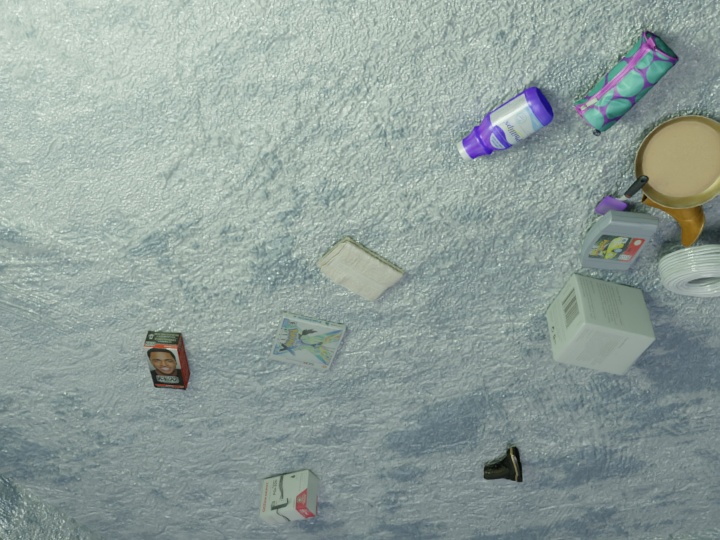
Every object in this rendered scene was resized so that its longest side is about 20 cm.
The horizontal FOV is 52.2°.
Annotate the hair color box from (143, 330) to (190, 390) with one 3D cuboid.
[{"bbox_3d":[-0.560,0.263,2.130,0.100,0.062,0.202,3,136,1],"label":"hair color box"}]

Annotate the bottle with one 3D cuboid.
[{"bbox_3d":[0.291,-0.291,1.499,0.199,0.066,0.083,-29,130,29],"label":"bottle"}]

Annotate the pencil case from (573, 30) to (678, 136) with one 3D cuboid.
[{"bbox_3d":[0.504,-0.357,1.405,0.092,0.086,0.200,-1,145,-40],"label":"pencil case"}]

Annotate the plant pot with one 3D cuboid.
[{"bbox_3d":[0.675,-0.228,1.534,0.197,0.028,0.203,5,117,10],"label":"plant pot"}]

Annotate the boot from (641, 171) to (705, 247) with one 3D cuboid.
[{"bbox_3d":[0.699,-0.142,1.643,0.142,0.071,0.203,6,134,5],"label":"boot"}]

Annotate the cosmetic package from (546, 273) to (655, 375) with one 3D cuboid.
[{"bbox_3d":[0.604,0.138,1.862,0.197,0.166,0.166,13,136,-9],"label":"cosmetic package"}]

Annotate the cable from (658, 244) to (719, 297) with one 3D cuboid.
[{"bbox_3d":[0.814,0.004,1.743,0.197,0.070,0.200,-4,158,18],"label":"cable"}]

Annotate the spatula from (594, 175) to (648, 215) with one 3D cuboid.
[{"bbox_3d":[0.577,-0.162,1.603,0.056,0.021,0.200,22,163,0],"label":"spatula"}]

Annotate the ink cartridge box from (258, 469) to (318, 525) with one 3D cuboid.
[{"bbox_3d":[-0.257,0.812,2.628,0.198,0.147,0.085,-19,134,20],"label":"ink cartridge box"}]

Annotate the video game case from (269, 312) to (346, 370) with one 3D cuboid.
[{"bbox_3d":[-0.152,0.204,2.074,0.180,0.022,0.201,12,135,-10],"label":"video game case"}]

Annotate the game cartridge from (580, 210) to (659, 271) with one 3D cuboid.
[{"bbox_3d":[0.595,-0.065,1.721,0.131,0.041,0.201,8,147,0],"label":"game cartridge"}]

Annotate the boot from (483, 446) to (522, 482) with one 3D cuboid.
[{"bbox_3d":[0.476,0.667,2.495,0.136,0.078,0.201,-5,135,15],"label":"boot"}]

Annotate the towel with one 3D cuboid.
[{"bbox_3d":[0.000,0.000,1.844,0.199,0.035,0.132,29,131,-25],"label":"towel"}]
